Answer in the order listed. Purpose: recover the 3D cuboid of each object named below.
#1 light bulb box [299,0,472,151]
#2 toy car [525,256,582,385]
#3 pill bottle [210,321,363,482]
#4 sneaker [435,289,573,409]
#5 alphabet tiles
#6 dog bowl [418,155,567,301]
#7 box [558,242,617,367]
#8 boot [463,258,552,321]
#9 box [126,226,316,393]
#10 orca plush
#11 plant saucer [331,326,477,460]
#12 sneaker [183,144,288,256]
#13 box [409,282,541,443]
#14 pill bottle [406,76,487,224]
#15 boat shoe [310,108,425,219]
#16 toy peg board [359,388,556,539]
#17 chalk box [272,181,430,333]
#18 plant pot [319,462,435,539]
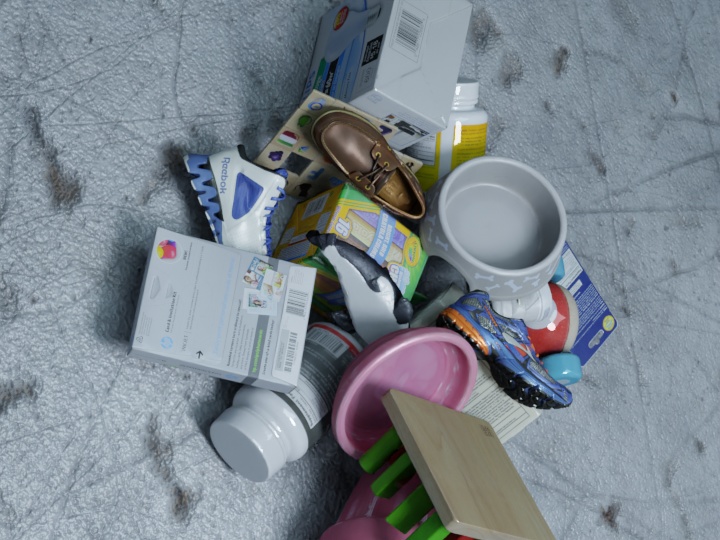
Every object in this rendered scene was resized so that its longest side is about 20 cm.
[{"bbox_3d":[0.028,-0.269,1.734,0.125,0.200,0.198,25,65,-28],"label":"light bulb box"},{"bbox_3d":[0.183,0.081,1.803,0.200,0.177,0.184,3,67,-24],"label":"toy car"},{"bbox_3d":[-0.085,0.164,1.605,0.200,0.114,0.114,-43,106,-35],"label":"pill bottle"},{"bbox_3d":[0.192,0.098,1.614,0.200,0.075,0.078,42,69,-5],"label":"sneaker"},{"bbox_3d":[-0.026,-0.144,1.692,0.200,0.167,0.008,21,41,-31],"label":"alphabet tiles"},{"bbox_3d":[0.179,-0.062,1.694,0.200,0.059,0.200,5,65,-11],"label":"dog bowl"},{"bbox_3d":[0.308,0.039,1.981,0.121,0.032,0.200,-43,104,-35],"label":"box"},{"bbox_3d":[0.180,-0.015,1.746,0.096,0.074,0.200,-7,53,-20],"label":"boot"},{"bbox_3d":[-0.162,0.048,1.532,0.200,0.041,0.156,15,66,-16],"label":"box"},{"bbox_3d":[0.007,0.019,1.601,0.200,0.105,0.071,46,38,-14],"label":"orca plush"},{"bbox_3d":[0.048,0.144,1.586,0.200,0.051,0.201,-20,135,-22],"label":"plant saucer"},{"bbox_3d":[-0.132,-0.072,1.614,0.115,0.081,0.199,-23,95,0],"label":"sneaker"},{"bbox_3d":[0.134,0.137,1.712,0.200,0.128,0.109,49,20,0],"label":"box"},{"bbox_3d":[0.119,-0.165,1.796,0.109,0.109,0.200,-9,110,-38],"label":"pill bottle"},{"bbox_3d":[0.018,-0.133,1.642,0.072,0.068,0.200,-45,128,7],"label":"boat shoe"},{"bbox_3d":[0.104,0.265,1.547,0.199,0.098,0.200,23,29,-43],"label":"toy peg board"},{"bbox_3d":[0.000,0.000,1.700,0.200,0.124,0.124,37,60,-23],"label":"chalk box"},{"bbox_3d":[0.053,0.333,1.633,0.200,0.200,0.179,39,44,-24],"label":"plant pot"}]
